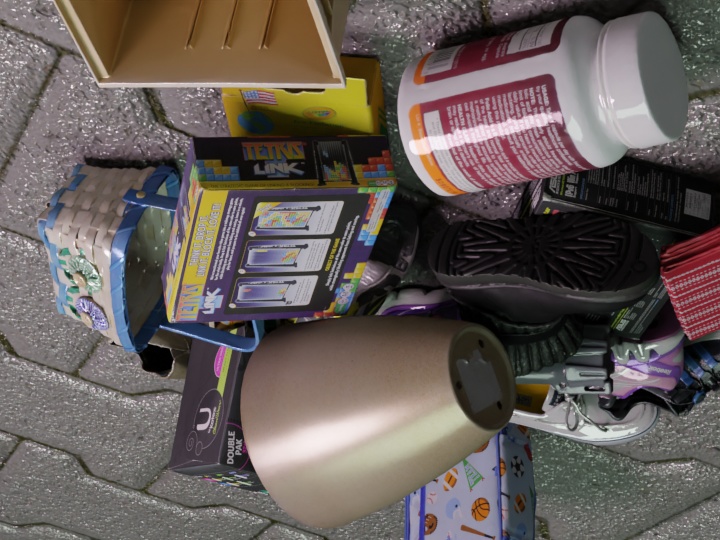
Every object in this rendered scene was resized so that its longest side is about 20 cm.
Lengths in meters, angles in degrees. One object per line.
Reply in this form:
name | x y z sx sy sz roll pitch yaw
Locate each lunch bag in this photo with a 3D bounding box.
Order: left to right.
lunch bag | 0.114 0.261 1.856 0.159 0.202 0.075 -17 149 38

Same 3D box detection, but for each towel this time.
towel | 0.331 -0.003 1.431 0.143 0.023 0.200 -23 155 9

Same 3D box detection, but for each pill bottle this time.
pill bottle | 0.138 -0.127 1.268 0.198 0.115 0.114 -9 145 32

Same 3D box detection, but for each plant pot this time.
plant pot | 0.031 0.115 1.455 0.199 0.189 0.187 -18 140 39

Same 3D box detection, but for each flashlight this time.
flashlight | 0.133 0.072 1.550 0.198 0.068 0.068 -1 141 19

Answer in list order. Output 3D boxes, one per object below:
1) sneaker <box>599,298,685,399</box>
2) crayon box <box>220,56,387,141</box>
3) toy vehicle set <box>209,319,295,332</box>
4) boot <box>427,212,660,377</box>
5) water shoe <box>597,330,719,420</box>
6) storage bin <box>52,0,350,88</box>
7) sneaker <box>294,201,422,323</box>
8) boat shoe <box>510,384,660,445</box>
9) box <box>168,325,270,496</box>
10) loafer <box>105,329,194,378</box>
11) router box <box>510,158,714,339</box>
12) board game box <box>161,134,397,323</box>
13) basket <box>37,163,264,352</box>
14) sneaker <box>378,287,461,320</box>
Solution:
sneaker | 0.226 0.086 1.620 0.198 0.081 0.089 -5 129 27
crayon box | -0.043 -0.122 1.402 0.126 0.051 0.201 6 150 8
toy vehicle set | -0.093 0.014 1.677 0.123 0.027 0.201 9 150 3
boot | 0.170 0.027 1.426 0.209 0.080 0.158 6 145 32
water shoe | 0.327 0.108 1.643 0.198 0.080 0.071 -10 145 33
storage bin | -0.118 -0.228 1.202 0.198 0.094 0.199 2 150 15
sneaker | 0.000 0.000 1.585 0.074 0.085 0.200 38 126 1
boat shoe | 0.207 0.129 1.720 0.200 0.075 0.086 10 168 14
box | -0.078 0.158 1.754 0.199 0.150 0.124 19 162 -28
loafer | -0.205 0.090 1.801 0.075 0.070 0.199 -18 139 41
router box | 0.207 -0.022 1.477 0.148 0.063 0.200 13 150 -5
board game box | -0.072 -0.033 1.403 0.164 0.057 0.201 -1 147 -16
basket | -0.188 -0.005 1.546 0.198 0.140 0.177 8 135 13
sneaker | 0.102 0.059 1.632 0.199 0.084 0.081 -14 142 35
